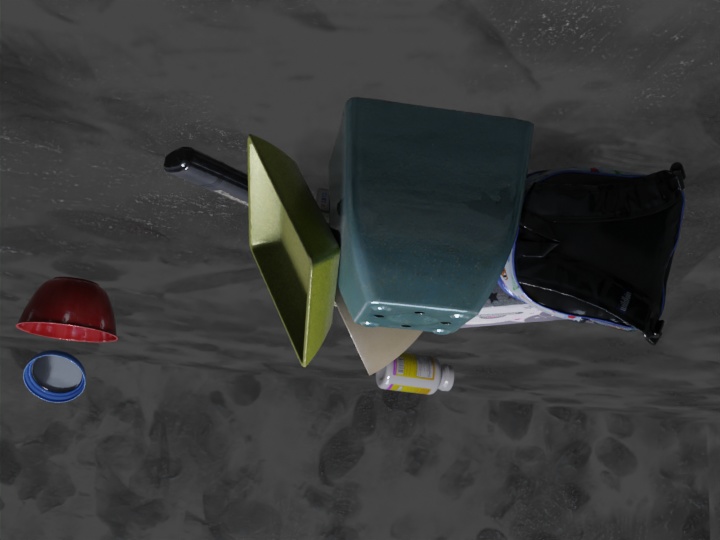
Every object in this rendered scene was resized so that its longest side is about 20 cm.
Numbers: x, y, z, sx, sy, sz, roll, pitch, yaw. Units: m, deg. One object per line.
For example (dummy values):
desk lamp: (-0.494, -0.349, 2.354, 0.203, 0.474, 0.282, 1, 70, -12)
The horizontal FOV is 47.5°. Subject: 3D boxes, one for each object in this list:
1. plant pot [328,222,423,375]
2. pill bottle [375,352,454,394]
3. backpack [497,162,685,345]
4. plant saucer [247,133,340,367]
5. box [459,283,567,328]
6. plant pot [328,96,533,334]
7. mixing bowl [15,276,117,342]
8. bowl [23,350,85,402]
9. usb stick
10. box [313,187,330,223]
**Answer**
plant pot: (0.029, 0.014, 1.042, 0.134, 0.201, 0.200, -25, 164, -3)
pill bottle: (0.148, 0.278, 2.208, 0.199, 0.105, 0.104, 10, 164, -17)
backpack: (0.244, -0.032, 0.917, 0.189, 0.202, 0.154, 10, 178, -17)
plant saucer: (-0.075, -0.025, 0.936, 0.048, 0.200, 0.201, -16, 145, -18)
box: (0.226, 0.007, 1.110, 0.198, 0.116, 0.132, -5, 166, -4)
plant pot: (0.061, -0.042, 0.879, 0.194, 0.202, 0.196, 7, 164, -6)
mixing bowl: (-0.593, 0.077, 1.681, 0.198, 0.109, 0.200, 5, 166, 1)
bowl: (-1.014, 0.350, 2.722, 0.199, 0.039, 0.202, -2, 121, -3)
usb stick: (-0.157, -0.106, 1.025, 0.055, 0.033, 0.199, -8, 161, 37)
box: (0.027, -0.062, 1.130, 0.198, 0.037, 0.144, 8, 164, -9)
